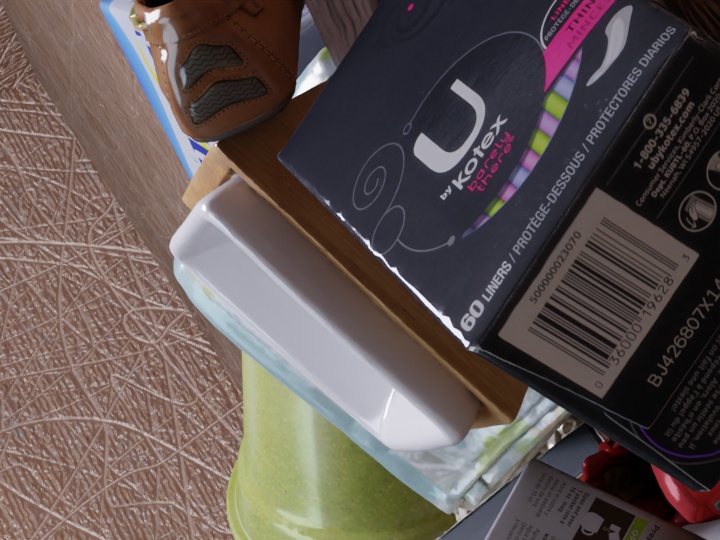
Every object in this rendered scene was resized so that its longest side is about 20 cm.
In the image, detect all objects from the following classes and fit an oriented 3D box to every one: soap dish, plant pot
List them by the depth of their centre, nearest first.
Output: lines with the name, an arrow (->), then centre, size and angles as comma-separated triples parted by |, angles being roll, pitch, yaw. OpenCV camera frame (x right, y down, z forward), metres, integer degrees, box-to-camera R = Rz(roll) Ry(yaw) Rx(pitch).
soap dish -> 0.000, 0.000, 1.149 | 0.157, 0.081, 0.200 | 42, 172, -3
plant pot -> 0.004, 0.064, 1.650 | 0.200, 0.199, 0.185 | 51, 157, 48

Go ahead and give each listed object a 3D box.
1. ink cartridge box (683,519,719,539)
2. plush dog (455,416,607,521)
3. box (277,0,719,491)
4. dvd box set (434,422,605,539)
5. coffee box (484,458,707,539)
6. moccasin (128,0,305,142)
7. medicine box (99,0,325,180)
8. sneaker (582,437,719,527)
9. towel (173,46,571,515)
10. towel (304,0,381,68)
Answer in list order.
ink cartridge box -> 0.133, 0.216, 1.264 | 0.146, 0.199, 0.088 | 62, 175, -24
plush dog -> 0.114, 0.139, 1.449 | 0.172, 0.159, 0.201 | -105, 14, -50
box -> 0.071, -0.033, 0.919 | 0.106, 0.123, 0.200 | 32, -174, -27
dvd box set -> 0.107, 0.179, 1.327 | 0.200, 0.146, 0.029 | 47, -175, -37
coffee box -> 0.146, 0.169, 1.125 | 0.199, 0.080, 0.114 | 24, 162, 24
moccasin -> -0.065, -0.123, 1.103 | 0.202, 0.073, 0.078 | -84, -30, -61
medicine box -> -0.019, -0.074, 1.404 | 0.200, 0.103, 0.183 | 23, 144, 59
sneaker -> 0.129, 0.072, 1.174 | 0.077, 0.085, 0.200 | 60, 172, 0
towel -> 0.023, 0.008, 1.282 | 0.200, 0.048, 0.171 | 39, 132, -1
towel -> 0.012, -0.117, 1.160 | 0.200, 0.024, 0.148 | 28, -144, -64
